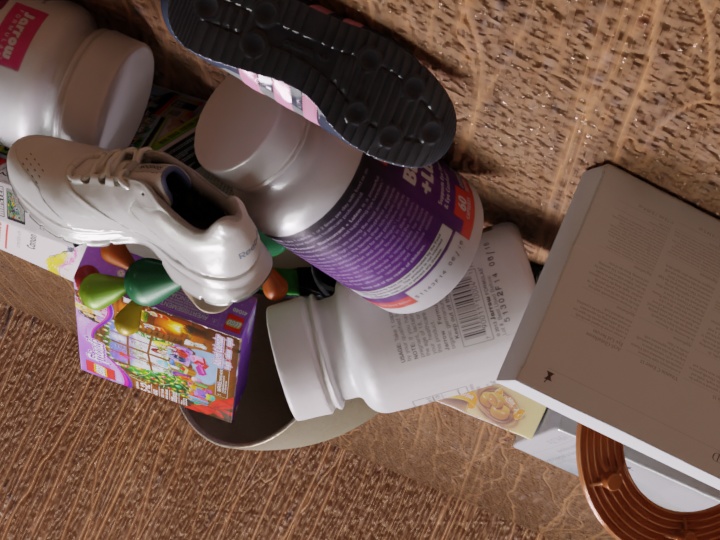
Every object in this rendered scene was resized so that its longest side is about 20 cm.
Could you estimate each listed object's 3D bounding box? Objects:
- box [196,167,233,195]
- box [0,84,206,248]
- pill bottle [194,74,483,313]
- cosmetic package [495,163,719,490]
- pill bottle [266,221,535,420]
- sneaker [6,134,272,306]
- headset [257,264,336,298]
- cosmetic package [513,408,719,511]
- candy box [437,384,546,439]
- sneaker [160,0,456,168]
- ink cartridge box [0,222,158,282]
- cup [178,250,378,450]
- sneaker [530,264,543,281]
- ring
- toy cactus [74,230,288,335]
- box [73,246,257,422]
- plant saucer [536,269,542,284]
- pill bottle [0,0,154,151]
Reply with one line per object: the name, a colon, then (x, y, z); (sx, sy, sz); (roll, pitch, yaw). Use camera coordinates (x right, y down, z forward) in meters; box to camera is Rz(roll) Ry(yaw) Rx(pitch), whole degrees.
box: (-0.162, -0.088, 1.673); (0.199, 0.083, 0.068); (24, 170, 5)
box: (-0.195, -0.084, 1.532); (0.109, 0.035, 0.200); (18, -147, 24)
pill bottle: (-0.016, -0.059, 1.410); (0.111, 0.112, 0.200); (12, 164, 48)
cosmetic package: (0.206, 0.044, 1.326); (0.199, 0.152, 0.052); (26, 169, -11)
pill bottle: (0.036, 0.043, 1.546); (0.198, 0.115, 0.114); (-16, 164, 4)
sneaker: (-0.147, -0.053, 1.375); (0.199, 0.075, 0.087); (21, 147, 15)
headset: (0.000, 0.000, 1.631); (0.198, 0.095, 0.124); (-4, 159, -8)
cosmetic package: (0.252, 0.126, 1.716); (0.199, 0.124, 0.199); (23, 170, -2)
candy box: (0.098, 0.072, 1.772); (0.115, 0.056, 0.200); (22, -167, -5)
sneaker: (-0.032, -0.131, 1.260); (0.199, 0.070, 0.082); (30, -175, -20)
ink cartridge box: (-0.231, -0.046, 1.629); (0.199, 0.068, 0.117); (24, 156, -2)
cup: (-0.046, 0.069, 1.795); (0.199, 0.202, 0.143); (13, 174, 43)
sneaker: (0.085, 0.024, 1.693); (0.199, 0.076, 0.077); (20, 165, 26)
ring: (0.239, 0.107, 1.428); (0.200, 0.201, 0.019); (29, 180, -27)
toy cactus: (-0.109, -0.001, 1.475); (0.198, 0.103, 0.165); (-11, -162, -2)
box: (-0.155, 0.052, 1.637); (0.136, 0.039, 0.200); (20, 157, 3)
plant saucer: (0.217, 0.055, 1.519); (0.200, 0.050, 0.200); (40, -168, -10)
pill bottle: (-0.256, -0.150, 1.477); (0.199, 0.114, 0.113); (21, 169, 11)
